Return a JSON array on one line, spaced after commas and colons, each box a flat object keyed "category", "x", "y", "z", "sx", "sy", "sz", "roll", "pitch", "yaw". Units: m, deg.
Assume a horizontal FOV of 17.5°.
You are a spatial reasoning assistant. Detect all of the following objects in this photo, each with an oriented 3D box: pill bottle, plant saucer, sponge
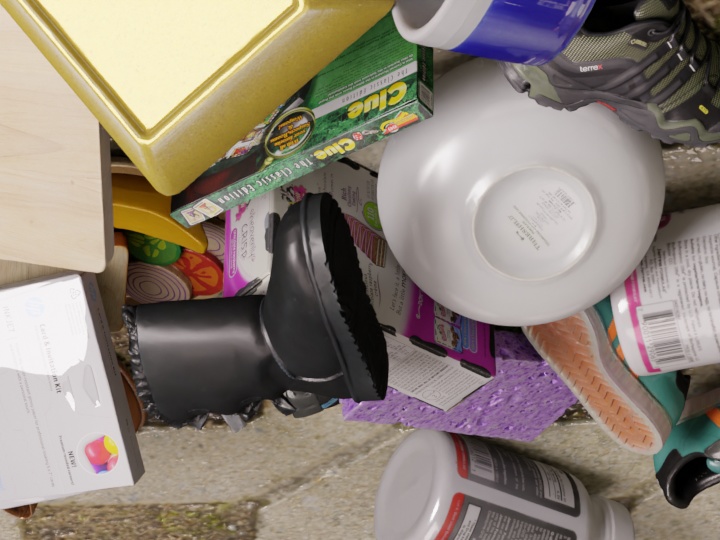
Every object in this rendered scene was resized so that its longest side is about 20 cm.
[{"category": "pill bottle", "x": 0.121, "y": 0.210, "z": 1.939, "sx": 0.199, "sy": 0.116, "sz": 0.116, "roll": 21, "pitch": 138, "yaw": -24}, {"category": "plant saucer", "x": -0.115, "y": -0.169, "z": 1.356, "sx": 0.200, "sy": 0.048, "sz": 0.200, "roll": -39, "pitch": 93, "yaw": 23}, {"category": "pill bottle", "x": 0.283, "y": 0.004, "z": 1.670, "sx": 0.199, "sy": 0.114, "sz": 0.114, "roll": -10, "pitch": 141, "yaw": 14}, {"category": "sponge", "x": 0.091, "y": 0.086, "z": 1.803, "sx": 0.199, "sy": 0.030, "sz": 0.112, "roll": 10, "pitch": 142, "yaw": -38}]

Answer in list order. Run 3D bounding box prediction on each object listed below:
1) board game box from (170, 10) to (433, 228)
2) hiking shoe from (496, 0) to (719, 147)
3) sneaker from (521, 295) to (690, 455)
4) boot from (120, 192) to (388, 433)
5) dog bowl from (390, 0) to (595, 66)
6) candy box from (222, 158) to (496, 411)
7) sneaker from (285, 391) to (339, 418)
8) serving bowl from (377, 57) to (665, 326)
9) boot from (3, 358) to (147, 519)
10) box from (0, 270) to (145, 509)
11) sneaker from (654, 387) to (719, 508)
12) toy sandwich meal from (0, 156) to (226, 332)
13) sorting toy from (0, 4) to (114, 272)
[{"category": "board game box", "x": -0.039, "y": -0.107, "z": 1.535, "sx": 0.199, "sy": 0.105, "sz": 0.023, "roll": -22, "pitch": 134, "yaw": 28}, {"category": "hiking shoe", "x": 0.193, "y": -0.143, "z": 1.508, "sx": 0.199, "sy": 0.076, "sz": 0.101, "roll": 8, "pitch": 139, "yaw": -18}, {"category": "sneaker", "x": 0.184, "y": 0.044, "z": 1.770, "sx": 0.071, "sy": 0.080, "sz": 0.200, "roll": -5, "pitch": 130, "yaw": 45}, {"category": "boot", "x": -0.076, "y": 0.031, "z": 1.525, "sx": 0.162, "sy": 0.074, "sz": 0.199, "roll": -4, "pitch": 142, "yaw": 11}, {"category": "dog bowl", "x": 0.085, "y": -0.218, "z": 1.309, "sx": 0.078, "sy": 0.201, "sz": 0.200, "roll": 11, "pitch": 142, "yaw": -15}, {"category": "candy box", "x": 0.000, "y": 0.000, "z": 1.648, "sx": 0.200, "sy": 0.137, "sz": 0.061, "roll": 26, "pitch": 135, "yaw": -29}, {"category": "sneaker", "x": -0.029, "y": 0.037, "z": 1.764, "sx": 0.082, "sy": 0.073, "sz": 0.200, "roll": -14, "pitch": 150, "yaw": -2}, {"category": "serving bowl", "x": 0.113, "y": -0.045, "z": 1.578, "sx": 0.199, "sy": 0.066, "sz": 0.201, "roll": -2, "pitch": 115, "yaw": -5}, {"category": "boot", "x": -0.242, "y": 0.124, "z": 1.797, "sx": 0.073, "sy": 0.155, "sz": 0.200, "roll": -21, "pitch": 137, "yaw": 27}, {"category": "box", "x": -0.269, "y": 0.093, "z": 1.661, "sx": 0.199, "sy": 0.041, "sz": 0.157, "roll": -12, "pitch": 99, "yaw": 11}, {"category": "sneaker", "x": 0.314, "y": 0.124, "z": 1.837, "sx": 0.071, "sy": 0.080, "sz": 0.200, "roll": 30, "pitch": 133, "yaw": -29}, {"category": "toy sandwich meal", "x": -0.183, "y": -0.006, "z": 1.696, "sx": 0.204, "sy": 0.070, "sz": 0.206, "roll": 0, "pitch": 143, "yaw": 0}, {"category": "sorting toy", "x": -0.248, "y": -0.114, "z": 1.491, "sx": 0.199, "sy": 0.070, "sz": 0.200, "roll": 8, "pitch": 119, "yaw": 13}]
